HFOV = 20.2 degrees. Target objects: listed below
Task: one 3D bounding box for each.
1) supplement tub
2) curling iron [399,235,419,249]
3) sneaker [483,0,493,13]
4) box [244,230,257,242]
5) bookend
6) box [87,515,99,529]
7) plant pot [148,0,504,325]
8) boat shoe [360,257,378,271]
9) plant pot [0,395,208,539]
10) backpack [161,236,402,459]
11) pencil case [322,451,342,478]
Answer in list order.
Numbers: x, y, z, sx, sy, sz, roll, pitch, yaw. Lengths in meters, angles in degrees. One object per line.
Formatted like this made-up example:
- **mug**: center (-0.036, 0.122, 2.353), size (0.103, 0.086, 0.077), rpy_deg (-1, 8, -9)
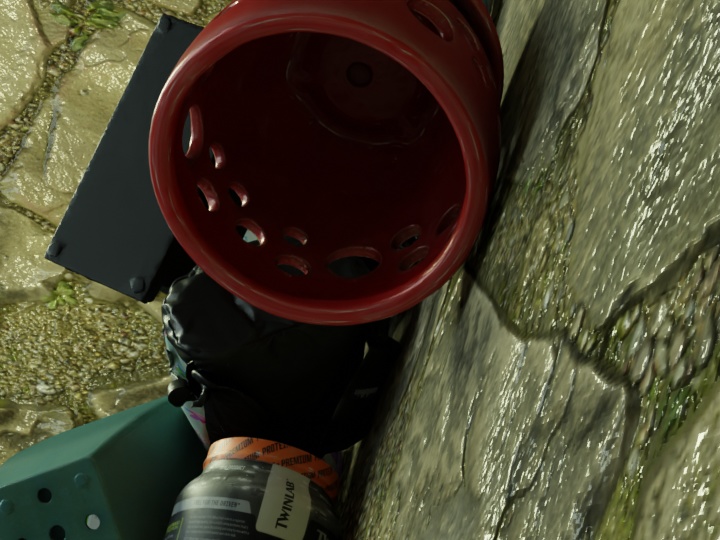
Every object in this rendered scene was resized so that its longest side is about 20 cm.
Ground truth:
- **supplement tub**: center (-0.083, 0.224, 1.381), size (0.123, 0.122, 0.200), rpy_deg (116, 169, -65)
- **curling iron**: center (0.004, -0.072, 1.441), size (0.026, 0.050, 0.200), rpy_deg (-64, 33, 27)
- **sneaker**: center (0.075, -0.247, 1.461), size (0.200, 0.079, 0.131), rpy_deg (-79, 6, -47)
- **box**: center (-0.048, -0.022, 1.697), size (0.200, 0.101, 0.113), rpy_deg (-68, -21, -63)
- **bookend**: center (-0.115, -0.058, 1.522), size (0.199, 0.092, 0.200), rpy_deg (-65, -24, -5)
- **box**: center (-0.174, 0.282, 1.668), size (0.097, 0.200, 0.177), rpy_deg (-10, -60, -62)
- **plant pot**: center (-0.007, -0.093, 1.215), size (0.183, 0.200, 0.201), rpy_deg (-64, -6, -60)
- **boat shoe**: center (-0.002, 0.002, 1.523), size (0.074, 0.063, 0.201), rpy_deg (-46, -21, -19)
- **plant pot**: center (-0.184, 0.177, 1.490), size (0.200, 0.141, 0.142), rpy_deg (-4, -105, -75)
- **backpack**: center (-0.063, 0.064, 1.459), size (0.200, 0.167, 0.127), rpy_deg (90, 165, -57)
- **pencil case**: center (-0.067, 0.165, 1.645), size (0.084, 0.085, 0.200), rpy_deg (-55, 0, -20)
